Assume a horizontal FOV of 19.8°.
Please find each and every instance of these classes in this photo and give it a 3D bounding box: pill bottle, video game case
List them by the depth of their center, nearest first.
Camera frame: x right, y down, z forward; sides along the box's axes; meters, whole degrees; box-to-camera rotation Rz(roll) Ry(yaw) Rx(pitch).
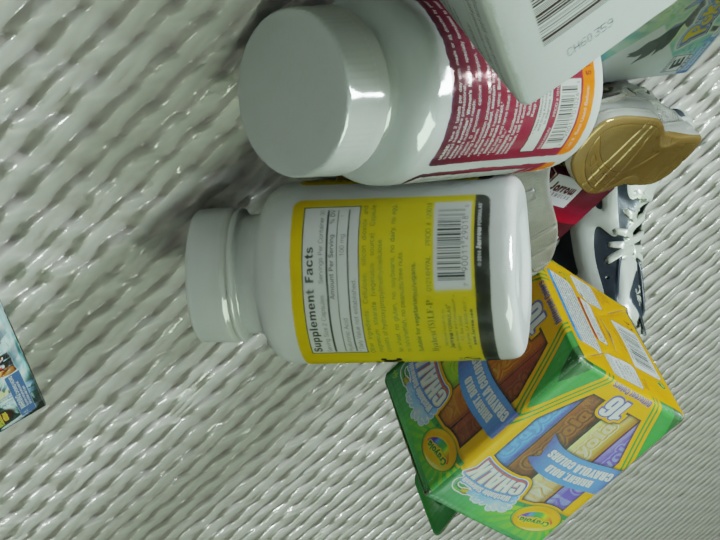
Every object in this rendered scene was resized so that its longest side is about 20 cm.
[{"bbox_3d":[0.035,-0.105,1.163,0.199,0.110,0.110,-7,146,-43],"label":"pill bottle"},{"bbox_3d":[0.000,0.000,1.241,0.199,0.112,0.111,-1,162,10],"label":"pill bottle"},{"bbox_3d":[0.221,-0.200,1.372,0.182,0.022,0.200,-12,149,-46],"label":"video game case"}]

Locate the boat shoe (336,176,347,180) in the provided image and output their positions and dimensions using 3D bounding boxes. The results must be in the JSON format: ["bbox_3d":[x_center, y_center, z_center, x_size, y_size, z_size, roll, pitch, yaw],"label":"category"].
[{"bbox_3d":[0.014,-0.038,1.333,0.069,0.070,0.201,-76,-175,-55],"label":"boat shoe"}]

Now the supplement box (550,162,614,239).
[{"bbox_3d":[0.076,-0.020,1.482,0.200,0.061,0.109,-44,157,19],"label":"supplement box"}]

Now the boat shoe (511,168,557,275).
[{"bbox_3d":[0.087,-0.084,1.338,0.075,0.072,0.201,-12,129,-19],"label":"boat shoe"}]

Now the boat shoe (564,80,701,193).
[{"bbox_3d":[0.175,-0.101,1.444,0.071,0.069,0.200,-44,163,18],"label":"boat shoe"}]

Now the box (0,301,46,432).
[{"bbox_3d":[-0.260,0.062,1.173,0.137,0.040,0.200,-30,159,-11],"label":"box"}]

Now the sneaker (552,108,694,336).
[{"bbox_3d":[0.202,-0.019,1.577,0.199,0.130,0.079,-40,159,11],"label":"sneaker"}]

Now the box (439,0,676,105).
[{"bbox_3d":[0.110,-0.217,1.014,0.200,0.131,0.199,-36,159,0],"label":"box"}]

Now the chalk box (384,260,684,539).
[{"bbox_3d":[0.106,0.106,1.487,0.200,0.125,0.124,-43,131,19],"label":"chalk box"}]
